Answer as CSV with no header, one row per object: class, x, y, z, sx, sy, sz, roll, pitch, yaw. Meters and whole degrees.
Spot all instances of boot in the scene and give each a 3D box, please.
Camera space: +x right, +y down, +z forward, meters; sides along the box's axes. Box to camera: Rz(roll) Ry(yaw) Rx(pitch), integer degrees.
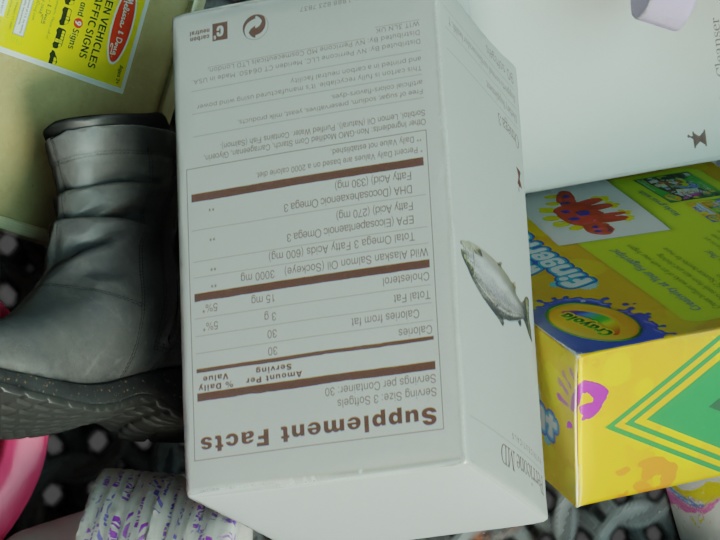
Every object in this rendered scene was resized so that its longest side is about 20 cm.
boot,-0.120,0.000,1.117,0.200,0.070,0.132,8,72,-49

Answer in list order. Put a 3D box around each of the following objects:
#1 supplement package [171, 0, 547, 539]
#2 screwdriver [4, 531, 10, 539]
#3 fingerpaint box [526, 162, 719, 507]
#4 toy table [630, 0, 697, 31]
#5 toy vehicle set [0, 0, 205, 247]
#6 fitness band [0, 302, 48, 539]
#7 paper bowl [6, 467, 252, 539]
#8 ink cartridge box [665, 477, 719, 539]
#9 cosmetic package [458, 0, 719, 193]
supplement package,0.000,0.000,1.099,0.117,0.117,0.201,40,45,-65
screwdriver,-0.135,0.066,1.174,0.029,0.028,0.201,32,88,12
fingerpaint box,0.127,0.023,1.218,0.166,0.200,0.074,-10,112,-20
toy table,0.197,-0.184,1.204,0.117,0.184,0.201,17,76,-4
toy vehicle set,-0.130,-0.114,1.173,0.124,0.026,0.201,19,85,-31
fitness band,-0.216,0.086,1.121,0.144,0.037,0.200,41,80,-19
paper bowl,-0.106,0.181,1.129,0.104,0.201,0.202,6,92,3
ink cartridge box,0.210,0.077,1.371,0.117,0.067,0.201,-25,107,-26
cosmetic package,0.101,-0.097,1.279,0.199,0.081,0.113,-13,97,-31
